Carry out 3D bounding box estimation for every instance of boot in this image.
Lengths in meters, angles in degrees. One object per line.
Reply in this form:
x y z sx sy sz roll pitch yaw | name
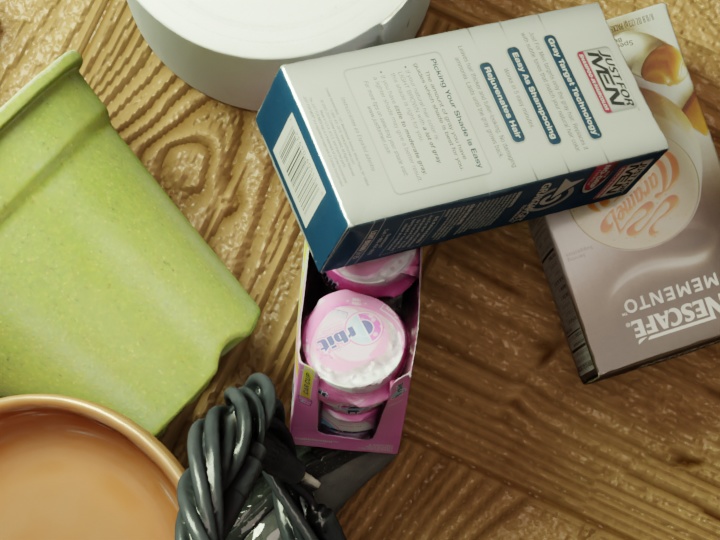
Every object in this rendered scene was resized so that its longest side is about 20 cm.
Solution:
-0.039 0.185 1.078 0.200 0.070 0.132 -33 100 -15 | boot

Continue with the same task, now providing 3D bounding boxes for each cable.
-0.048 0.142 0.943 0.051 0.200 0.163 -9 100 15 | cable

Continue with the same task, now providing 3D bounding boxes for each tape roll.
-0.050 -0.206 1.087 0.202 0.139 0.203 0 82 0 | tape roll

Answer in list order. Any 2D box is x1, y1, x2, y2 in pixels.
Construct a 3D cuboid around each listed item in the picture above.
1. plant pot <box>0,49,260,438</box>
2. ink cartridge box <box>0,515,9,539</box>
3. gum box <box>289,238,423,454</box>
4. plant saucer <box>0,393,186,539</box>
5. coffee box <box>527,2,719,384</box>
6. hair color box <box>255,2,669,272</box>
-0.165 0.009 1.046 0.184 0.200 0.200 43 84 -7 | plant pot
-0.164 0.181 1.056 0.037 0.095 0.200 -26 84 -1 | ink cartridge box
0.000 0.000 1.043 0.066 0.114 0.200 5 63 -1 | gum box
-0.164 0.165 0.985 0.200 0.037 0.200 1 93 16 | plant saucer
0.159 -0.044 1.098 0.114 0.080 0.200 -18 83 -3 | coffee box
0.055 -0.074 0.989 0.200 0.061 0.100 -14 70 -24 | hair color box
